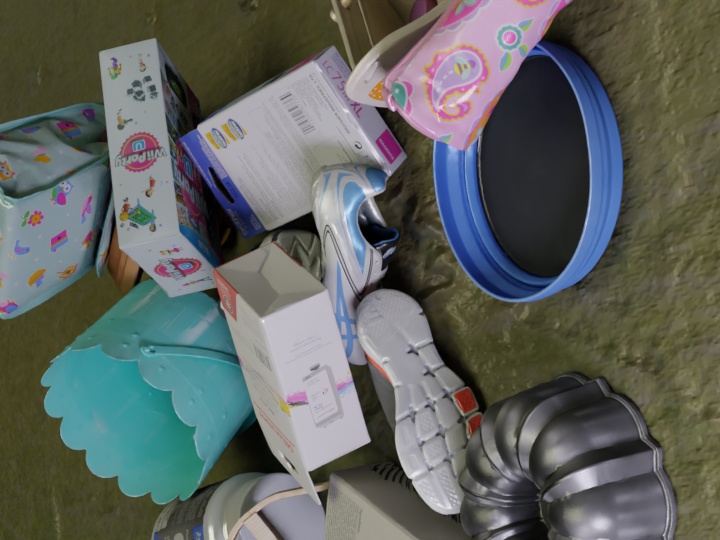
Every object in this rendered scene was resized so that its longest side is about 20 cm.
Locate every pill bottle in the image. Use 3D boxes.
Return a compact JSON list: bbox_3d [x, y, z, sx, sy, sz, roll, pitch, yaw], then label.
[{"bbox_3d":[-0.120,0.262,1.628,0.200,0.113,0.115,-29,70,57],"label":"pill bottle"}]

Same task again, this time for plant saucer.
[{"bbox_3d":[-0.229,-0.073,1.734,0.200,0.037,0.202,-163,90,-85],"label":"plant saucer"}]

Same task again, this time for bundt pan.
[{"bbox_3d":[0.141,0.179,1.225,0.201,0.075,0.204,13,105,56],"label":"bundt pan"}]

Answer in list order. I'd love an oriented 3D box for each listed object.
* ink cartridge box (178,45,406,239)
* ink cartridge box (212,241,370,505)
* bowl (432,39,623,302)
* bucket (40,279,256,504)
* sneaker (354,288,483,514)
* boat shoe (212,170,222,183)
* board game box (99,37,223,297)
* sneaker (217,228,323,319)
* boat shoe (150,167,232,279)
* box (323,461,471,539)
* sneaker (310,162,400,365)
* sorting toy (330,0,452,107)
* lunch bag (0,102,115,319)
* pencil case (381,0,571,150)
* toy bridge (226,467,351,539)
[{"bbox_3d":[-0.064,-0.110,1.464,0.199,0.042,0.120,-23,107,42],"label":"ink cartridge box"},{"bbox_3d":[-0.055,0.091,1.432,0.116,0.067,0.201,40,150,55],"label":"ink cartridge box"},{"bbox_3d":[0.126,-0.078,1.246,0.200,0.039,0.202,14,107,57],"label":"bowl"},{"bbox_3d":[-0.202,0.118,1.651,0.206,0.135,0.208,22,137,22],"label":"bucket"},{"bbox_3d":[0.054,0.114,1.386,0.082,0.077,0.201,89,163,-66],"label":"sneaker"},{"bbox_3d":[-0.060,-0.114,1.534,0.072,0.072,0.200,52,134,-4],"label":"boat shoe"},{"bbox_3d":[-0.187,-0.094,1.555,0.148,0.064,0.201,56,-157,-68],"label":"board game box"},{"bbox_3d":[-0.082,0.062,1.573,0.129,0.079,0.201,1,100,64],"label":"sneaker"},{"bbox_3d":[-0.172,-0.037,1.707,0.067,0.072,0.201,36,138,18],"label":"boat shoe"},{"bbox_3d":[0.047,0.239,1.393,0.200,0.068,0.083,31,121,52],"label":"box"},{"bbox_3d":[0.000,0.000,1.424,0.072,0.072,0.201,6,124,17],"label":"sneaker"},{"bbox_3d":[0.058,-0.242,1.286,0.180,0.106,0.201,-49,36,30],"label":"sorting toy"},{"bbox_3d":[-0.306,-0.071,1.658,0.122,0.199,0.171,40,135,23],"label":"lunch bag"},{"bbox_3d":[0.097,-0.183,1.170,0.201,0.087,0.087,-55,44,11],"label":"pencil case"},{"bbox_3d":[-0.082,0.246,1.504,0.067,0.200,0.027,50,-176,3],"label":"toy bridge"}]
